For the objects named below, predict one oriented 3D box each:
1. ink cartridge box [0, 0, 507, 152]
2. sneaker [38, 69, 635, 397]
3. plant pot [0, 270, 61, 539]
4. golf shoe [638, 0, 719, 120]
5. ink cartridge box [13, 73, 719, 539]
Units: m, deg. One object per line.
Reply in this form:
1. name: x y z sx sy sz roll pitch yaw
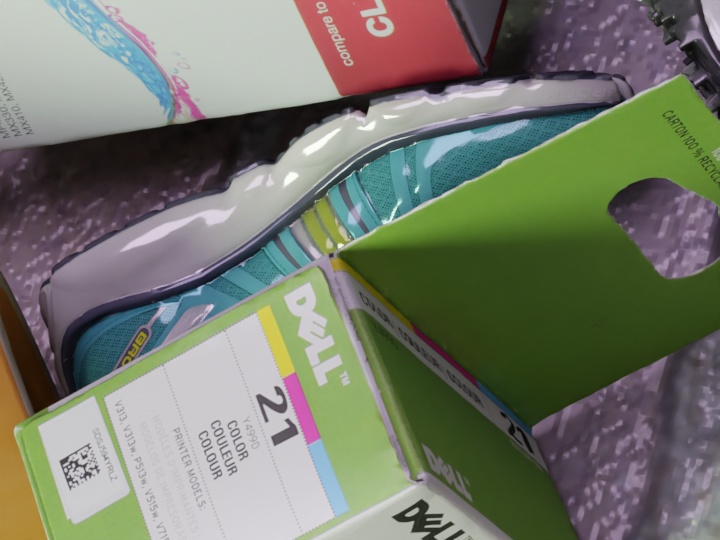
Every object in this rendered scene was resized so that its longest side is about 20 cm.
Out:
1. ink cartridge box: -0.052 -0.120 0.923 0.200 0.083 0.146 -8 41 23
2. sneaker: 0.000 0.000 0.893 0.200 0.077 0.080 -28 78 18
3. plant pot: -0.173 0.081 0.872 0.183 0.200 0.200 -22 59 -3
4. golf shoe: 0.123 -0.097 0.860 0.094 0.078 0.200 -32 60 9
5. ink cartridge box: 0.032 0.049 0.796 0.200 0.148 0.076 -29 59 12
